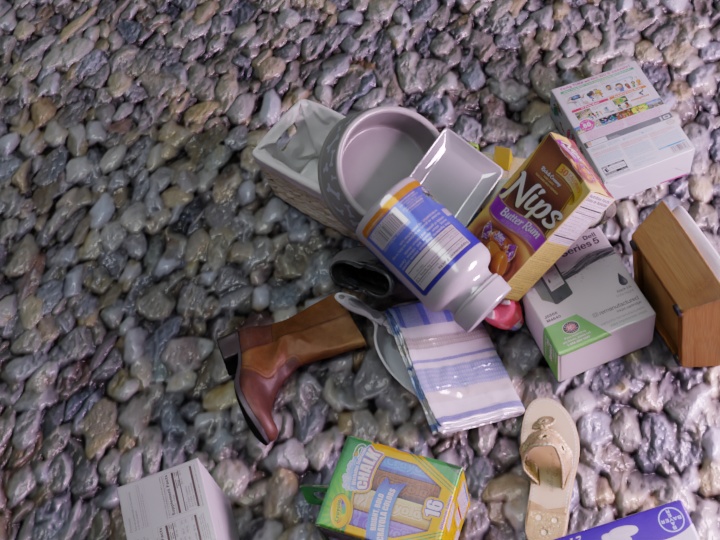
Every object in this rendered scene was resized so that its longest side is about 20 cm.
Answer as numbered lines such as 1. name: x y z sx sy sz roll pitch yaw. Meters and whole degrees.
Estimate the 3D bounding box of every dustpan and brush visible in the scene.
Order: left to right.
1. dustpan and brush: 0.050 0.085 1.432 0.199 0.057 0.140 24 65 24

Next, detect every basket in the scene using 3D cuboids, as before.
1. basket: -0.046 -0.153 1.570 0.199 0.124 0.136 29 68 27

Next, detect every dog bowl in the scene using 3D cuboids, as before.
1. dog bowl: 0.041 -0.145 1.451 0.199 0.059 0.202 2 84 -18

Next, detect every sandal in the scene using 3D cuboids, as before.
1. sandal: 0.240 0.246 1.284 0.077 0.070 0.213 1 58 12

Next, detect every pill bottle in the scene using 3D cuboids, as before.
1. pill bottle: 0.099 -0.018 1.319 0.200 0.112 0.112 45 73 9

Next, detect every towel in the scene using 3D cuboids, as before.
1. towel: 0.127 0.123 1.373 0.146 0.024 0.201 -8 58 -25

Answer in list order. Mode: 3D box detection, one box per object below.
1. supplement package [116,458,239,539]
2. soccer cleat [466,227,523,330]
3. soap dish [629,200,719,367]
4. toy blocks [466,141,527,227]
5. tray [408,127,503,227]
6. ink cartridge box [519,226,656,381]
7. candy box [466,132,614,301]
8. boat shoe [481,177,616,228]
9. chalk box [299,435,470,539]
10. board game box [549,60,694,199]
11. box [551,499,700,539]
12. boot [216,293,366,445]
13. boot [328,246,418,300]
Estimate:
1. supplement package: -0.209 0.366 1.245 0.110 0.156 0.201 -19 56 -2
2. soccer cleat: 0.166 0.007 1.445 0.067 0.076 0.200 -40 56 8
3. soap dish: 0.419 0.027 1.314 0.081 0.200 0.158 -25 56 1
4. toy blocks: 0.169 -0.108 1.525 0.199 0.100 0.137 11 71 20
5. tray: 0.106 -0.095 1.418 0.107 0.022 0.200 37 74 -1
6. ink cartridge box: 0.296 0.031 1.403 0.145 0.084 0.201 -22 55 -3
7. candy box: 0.231 -0.070 1.344 0.200 0.056 0.117 -50 47 29
8. boat shoe: 0.259 -0.090 1.408 0.201 0.060 0.073 10 98 44
9. chalk box: 0.023 0.297 1.263 0.199 0.125 0.124 14 61 18
10. board game box: 0.399 -0.215 1.557 0.147 0.064 0.201 -19 57 -2
11. box: 0.320 0.394 1.151 0.183 0.105 0.201 -18 56 0
12. boot: -0.086 0.139 1.440 0.199 0.069 0.189 -19 48 -10
13. boot: 0.000 0.000 1.430 0.199 0.131 0.070 7 93 42
